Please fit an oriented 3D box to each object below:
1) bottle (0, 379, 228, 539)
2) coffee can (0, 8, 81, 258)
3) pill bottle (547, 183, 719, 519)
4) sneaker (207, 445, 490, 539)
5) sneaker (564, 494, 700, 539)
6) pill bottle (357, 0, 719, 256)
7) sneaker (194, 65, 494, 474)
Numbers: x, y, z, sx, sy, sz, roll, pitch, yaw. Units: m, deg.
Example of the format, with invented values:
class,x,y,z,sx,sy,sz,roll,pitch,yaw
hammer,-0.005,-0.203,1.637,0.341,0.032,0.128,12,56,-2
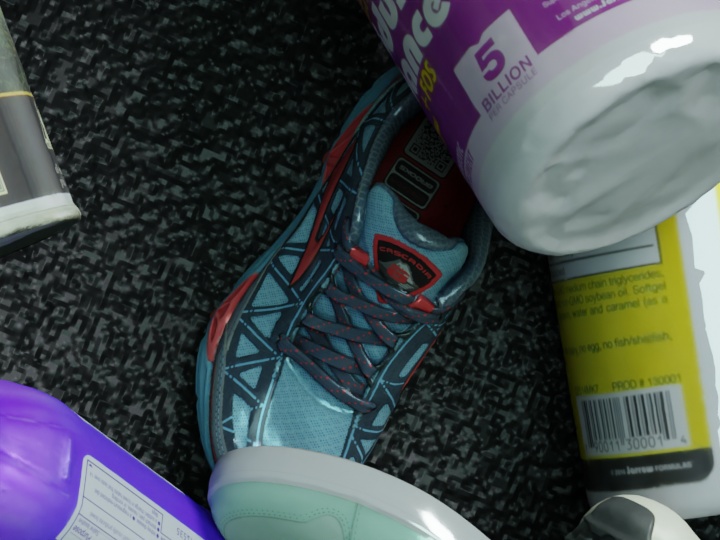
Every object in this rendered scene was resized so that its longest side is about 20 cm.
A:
class,x,y,z,sx,sy,sz,roll,pitch,yaw
bottle,-0.123,0.077,0.772,0.083,0.200,0.065,-14,54,26
coffee can,-0.199,-0.086,0.786,0.146,0.146,0.201,-20,90,-12
pill bottle,0.127,-0.012,0.865,0.114,0.114,0.201,-8,88,-12
sneaker,0.011,0.149,0.778,0.200,0.074,0.118,33,61,7
sneaker,0.138,0.138,0.852,0.093,0.070,0.200,-41,128,-21
pill bottle,0.050,-0.113,0.787,0.112,0.112,0.200,-23,62,-12
sneaker,0.000,0.000,0.847,0.079,0.096,0.200,26,81,-8
